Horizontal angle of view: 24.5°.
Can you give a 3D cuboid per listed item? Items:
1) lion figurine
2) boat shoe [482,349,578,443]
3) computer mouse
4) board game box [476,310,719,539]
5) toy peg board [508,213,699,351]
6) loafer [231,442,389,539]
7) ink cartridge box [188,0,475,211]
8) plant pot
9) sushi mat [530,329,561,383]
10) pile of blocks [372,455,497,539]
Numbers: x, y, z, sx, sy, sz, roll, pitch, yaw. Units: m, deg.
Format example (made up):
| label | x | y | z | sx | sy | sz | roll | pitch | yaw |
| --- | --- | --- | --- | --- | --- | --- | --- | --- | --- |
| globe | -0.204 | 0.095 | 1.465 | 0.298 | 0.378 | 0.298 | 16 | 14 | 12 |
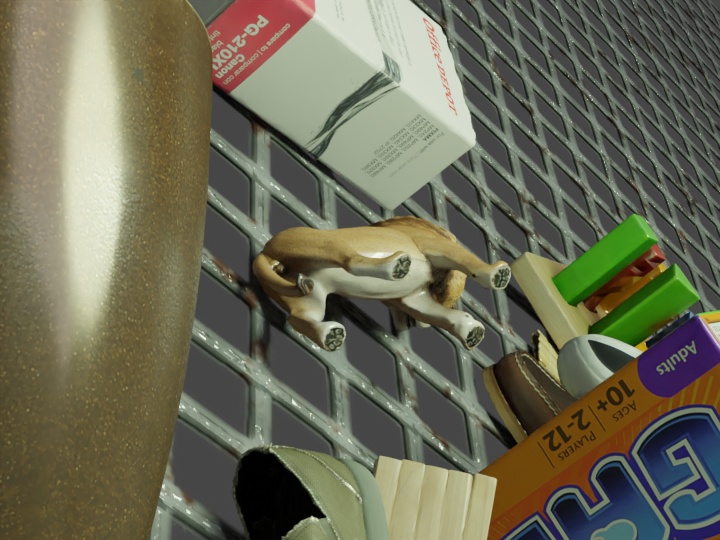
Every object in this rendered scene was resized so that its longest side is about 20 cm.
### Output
| label | x | y | z | sx | sy | sz | roll | pitch | yaw |
| --- | --- | --- | --- | --- | --- | --- | --- | --- | --- |
| lion figurine | 0.000 | 0.000 | 0.933 | 0.122 | 0.073 | 0.200 | 27 | 9 | 42 |
| boat shoe | 0.161 | 0.127 | 1.063 | 0.200 | 0.070 | 0.070 | 51 | 21 | 0 |
| computer mouse | 0.213 | 0.111 | 1.093 | 0.199 | 0.110 | 0.044 | 26 | 48 | 16 |
| board game box | 0.187 | 0.157 | 0.893 | 0.200 | 0.200 | 0.200 | 57 | 23 | 14 |
| toy peg board | 0.234 | 0.059 | 1.242 | 0.199 | 0.098 | 0.200 | 15 | 41 | -60 |
| loafer | -0.021 | 0.147 | 0.692 | 0.070 | 0.075 | 0.200 | 32 | 20 | -30 |
| ink cartridge box | -0.027 | -0.152 | 1.091 | 0.200 | 0.084 | 0.145 | 35 | 28 | -34 |
| plant pot | -0.132 | 0.021 | 0.551 | 0.187 | 0.186 | 0.201 | 23 | 51 | -50 |
| sushi mat | 0.187 | 0.131 | 1.176 | 0.200 | 0.012 | 0.096 | 45 | 23 | -17 |
| pile of blocks | 0.039 | 0.187 | 0.768 | 0.062 | 0.082 | 0.201 | 113 | -36 | -66 |
